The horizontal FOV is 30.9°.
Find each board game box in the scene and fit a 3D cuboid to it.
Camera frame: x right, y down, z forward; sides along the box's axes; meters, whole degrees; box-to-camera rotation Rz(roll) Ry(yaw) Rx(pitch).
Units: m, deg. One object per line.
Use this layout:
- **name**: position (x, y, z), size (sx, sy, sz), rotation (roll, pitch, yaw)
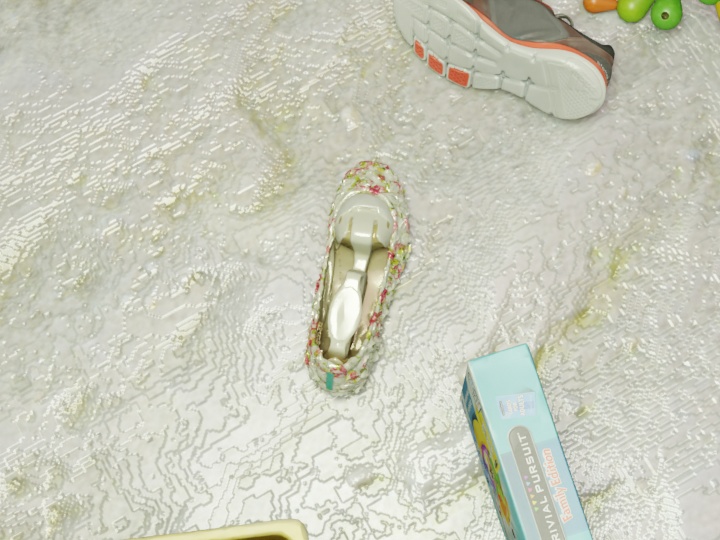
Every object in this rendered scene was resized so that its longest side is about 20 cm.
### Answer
- **board game box**: position (0.125, 0.168, 0.941), size (0.047, 0.151, 0.202), rotation (-16, 75, -2)

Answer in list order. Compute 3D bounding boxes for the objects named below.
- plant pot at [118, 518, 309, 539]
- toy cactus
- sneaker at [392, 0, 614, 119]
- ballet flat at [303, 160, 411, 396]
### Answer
- **plant pot**: position (-0.116, 0.286, 0.892), size (0.192, 0.200, 0.197), rotation (-7, 76, 0)
- **toy cactus**: position (0.269, -0.280, 1.096), size (0.198, 0.102, 0.166), rotation (15, 66, 14)
- **sneaker**: position (0.122, -0.197, 1.094), size (0.199, 0.077, 0.082), rotation (29, 51, 8)
- **ballet flat**: position (0.000, 0.000, 1.036), size (0.075, 0.064, 0.202), rotation (7, 75, 4)
